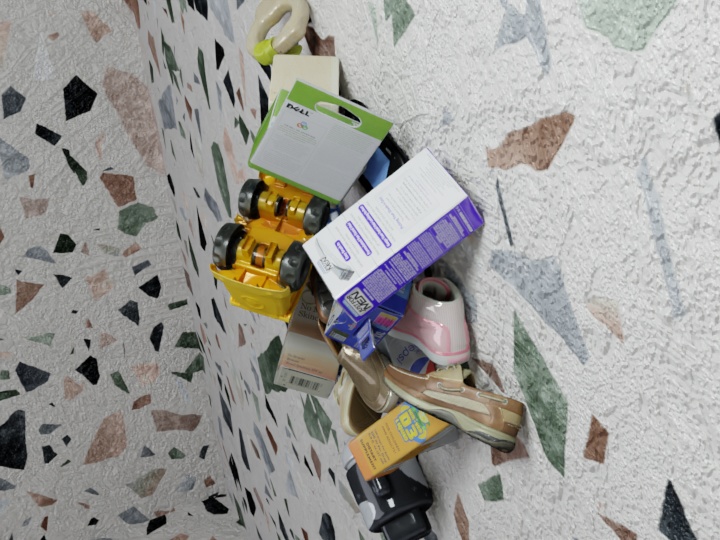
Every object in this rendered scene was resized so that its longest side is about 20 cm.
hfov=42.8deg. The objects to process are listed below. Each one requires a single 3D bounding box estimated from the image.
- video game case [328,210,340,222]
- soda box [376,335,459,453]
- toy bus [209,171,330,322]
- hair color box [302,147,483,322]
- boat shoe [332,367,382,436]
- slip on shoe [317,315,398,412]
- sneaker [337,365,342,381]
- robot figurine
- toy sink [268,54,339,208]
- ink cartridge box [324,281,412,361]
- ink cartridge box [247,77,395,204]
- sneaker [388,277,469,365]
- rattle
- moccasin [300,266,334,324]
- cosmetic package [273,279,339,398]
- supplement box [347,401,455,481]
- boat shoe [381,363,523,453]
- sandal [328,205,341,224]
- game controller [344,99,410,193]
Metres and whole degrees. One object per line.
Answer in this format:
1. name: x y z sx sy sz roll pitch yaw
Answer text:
1. video game case: 0.000 0.000 1.419 0.200 0.019 0.145 48 -159 -74
2. soda box: 0.079 0.170 1.380 0.068 0.063 0.203 131 121 -70
3. toy bus: -0.122 -0.023 1.384 0.193 0.134 0.202 80 -152 -59
4. hair color box: 0.038 -0.044 1.122 0.065 0.199 0.110 51 -176 -47
5. boat shoe: -0.007 0.193 1.443 0.072 0.065 0.201 47 -152 -22
6. slip on shoe: -0.006 0.131 1.373 0.076 0.060 0.201 -57 41 31
7. sneaker: 0.005 0.187 1.577 0.200 0.081 0.075 -177 73 -68
8. robot figurine: 0.048 0.354 1.531 0.202 0.123 0.151 65 148 25
9. toy sink: -0.090 -0.211 1.424 0.131 0.110 0.202 -90 2 -45
10. ink cartridge box: 0.018 0.018 1.235 0.137 0.075 0.202 127 164 -58
11. ink cartridge box: -0.050 -0.195 1.253 0.200 0.146 0.077 -49 24 52
12. sneaker: 0.084 0.047 1.259 0.200 0.074 0.106 31 132 59
13. rattle: -0.110 -0.400 1.523 0.130 0.142 0.201 -49 35 30
14. moccasin: -0.052 0.016 1.434 0.203 0.073 0.078 -107 30 -49
15. cosmetic package: -0.074 0.101 1.564 0.088 0.102 0.202 115 168 -60
16. supplement box: 0.073 0.220 1.292 0.200 0.068 0.067 -42 67 32
17. boat shoe: 0.122 0.160 1.173 0.198 0.075 0.076 24 175 31
18. sandal: -0.053 -0.058 1.552 0.087 0.079 0.202 105 143 -59
19. game controller: 0.020 -0.161 1.321 0.201 0.042 0.105 -124 26 -42
